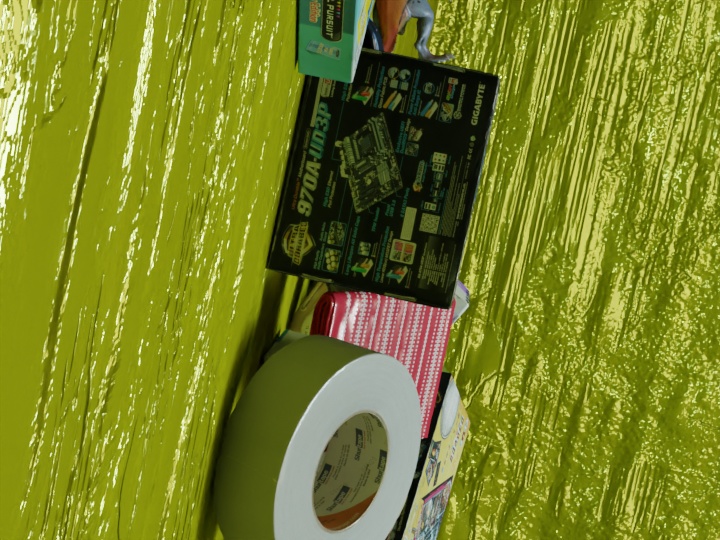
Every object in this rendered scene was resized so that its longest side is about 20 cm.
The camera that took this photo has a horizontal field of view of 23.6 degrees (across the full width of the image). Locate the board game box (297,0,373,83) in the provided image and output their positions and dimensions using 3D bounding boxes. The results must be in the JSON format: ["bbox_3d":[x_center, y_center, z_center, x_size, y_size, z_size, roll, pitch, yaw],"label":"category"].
[{"bbox_3d":[-0.007,-0.259,1.286,0.200,0.047,0.152,96,7,-64],"label":"board game box"}]

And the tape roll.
[{"bbox_3d":[-0.032,0.157,1.427,0.200,0.066,0.201,-26,124,-47],"label":"tape roll"}]

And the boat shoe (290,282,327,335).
[{"bbox_3d":[-0.007,0.002,1.786,0.200,0.069,0.074,-53,144,-36],"label":"boat shoe"}]

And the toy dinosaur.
[{"bbox_3d":[0.055,-0.316,1.893,0.200,0.104,0.182,-7,89,-74],"label":"toy dinosaur"}]

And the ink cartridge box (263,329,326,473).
[{"bbox_3d":[-0.061,0.171,1.615,0.145,0.084,0.201,-58,161,-81],"label":"ink cartridge box"}]

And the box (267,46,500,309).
[{"bbox_3d":[0.020,-0.080,1.438,0.046,0.158,0.201,-10,111,-85],"label":"box"}]

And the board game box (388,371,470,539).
[{"bbox_3d":[0.064,0.221,1.804,0.136,0.034,0.201,66,38,-60],"label":"board game box"}]

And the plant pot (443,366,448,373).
[{"bbox_3d":[0.000,0.122,1.886,0.200,0.186,0.188,64,36,-62],"label":"plant pot"}]

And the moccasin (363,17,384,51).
[{"bbox_3d":[-0.016,-0.122,1.498,0.068,0.080,0.201,-130,-142,-86],"label":"moccasin"}]

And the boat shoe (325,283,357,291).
[{"bbox_3d":[-0.001,0.000,1.599,0.072,0.070,0.201,-94,161,-66],"label":"boat shoe"}]

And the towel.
[{"bbox_3d":[0.013,0.088,1.538,0.200,0.022,0.145,1,103,-54],"label":"towel"}]

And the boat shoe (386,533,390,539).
[{"bbox_3d":[0.002,0.242,1.662,0.072,0.072,0.201,-79,-172,-74],"label":"boat shoe"}]

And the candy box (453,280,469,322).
[{"bbox_3d":[0.040,0.000,1.947,0.072,0.168,0.200,-48,179,6],"label":"candy box"}]
